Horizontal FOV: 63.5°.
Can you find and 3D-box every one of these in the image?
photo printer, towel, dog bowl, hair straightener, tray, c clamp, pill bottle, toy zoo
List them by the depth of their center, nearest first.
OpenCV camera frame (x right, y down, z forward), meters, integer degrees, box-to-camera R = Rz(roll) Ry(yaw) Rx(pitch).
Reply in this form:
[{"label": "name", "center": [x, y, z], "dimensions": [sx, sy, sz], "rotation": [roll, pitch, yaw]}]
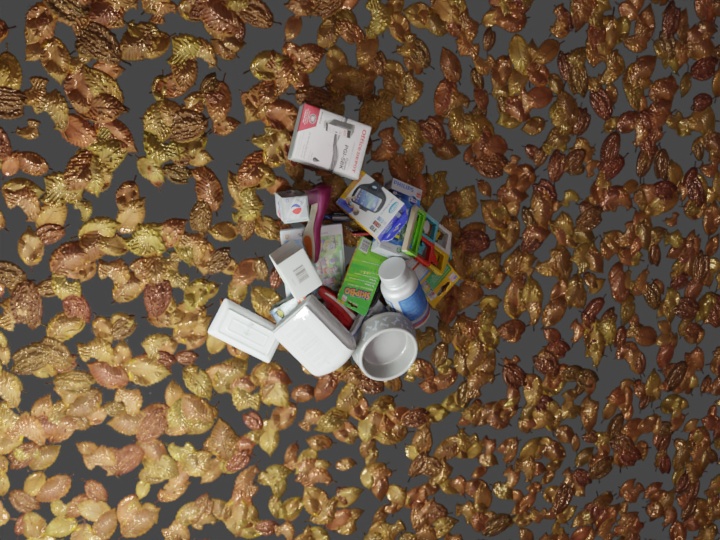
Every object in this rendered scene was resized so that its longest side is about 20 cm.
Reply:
[{"label": "photo printer", "center": [-0.118, 0.183, 1.559], "dimensions": [0.200, 0.070, 0.165], "rotation": [45, 121, -11]}, {"label": "dog bowl", "center": [0.072, 0.218, 1.614], "dimensions": [0.193, 0.059, 0.206], "rotation": [-7, 121, -12]}, {"label": "tray", "center": [-0.314, 0.171, 1.617], "dimensions": [0.196, 0.022, 0.110], "rotation": [30, 90, -19]}, {"label": "pill bottle", "center": [0.120, 0.062, 1.628], "dimensions": [0.111, 0.113, 0.203], "rotation": [-33, 132, -7]}, {"label": "toy zoo", "center": [0.198, -0.075, 1.638], "dimensions": [0.198, 0.020, 0.135], "rotation": [31, 67, -38]}, {"label": "c clamp", "center": [0.000, 0.000, 1.640], "dimensions": [0.167, 0.027, 0.206], "rotation": [24, 71, -13]}, {"label": "hair straightener", "center": [0.065, -0.142, 1.652], "dimensions": [0.193, 0.041, 0.080], "rotation": [-3, 101, -19]}, {"label": "towel", "center": [0.054, 0.181, 1.674], "dimensions": [0.201, 0.023, 0.149], "rotation": [49, 61, -32]}]

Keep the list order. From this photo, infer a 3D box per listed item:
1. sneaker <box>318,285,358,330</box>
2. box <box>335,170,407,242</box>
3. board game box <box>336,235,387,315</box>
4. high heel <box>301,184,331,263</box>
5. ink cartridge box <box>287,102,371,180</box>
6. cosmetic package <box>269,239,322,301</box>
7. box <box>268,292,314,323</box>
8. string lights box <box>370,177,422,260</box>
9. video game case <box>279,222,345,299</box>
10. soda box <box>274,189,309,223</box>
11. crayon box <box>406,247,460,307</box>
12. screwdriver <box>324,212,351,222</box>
[{"label": "sneaker", "center": [-0.073, 0.141, 1.639], "dimensions": [0.116, 0.078, 0.200], "rotation": [-47, 119, -1]}, {"label": "box", "center": [0.036, -0.169, 1.575], "dimensions": [0.120, 0.199, 0.041], "rotation": [-49, 149, -1]}, {"label": "board game box", "center": [0.007, 0.016, 1.609], "dimensions": [0.093, 0.030, 0.205], "rotation": [27, 67, -12]}, {"label": "high heel", "center": [-0.110, -0.127, 1.588], "dimensions": [0.094, 0.066, 0.208], "rotation": [-15, 103, -34]}, {"label": "ink cartridge box", "center": [-0.082, -0.343, 1.555], "dimensions": [0.193, 0.083, 0.152], "rotation": [14, 96, -17]}, {"label": "cosmetic package", "center": [-0.170, -0.005, 1.509], "dimensions": [0.083, 0.200, 0.110], "rotation": [-32, 104, -9]}, {"label": "box", "center": [-0.146, 0.158, 1.618], "dimensions": [0.134, 0.040, 0.203], "rotation": [-27, 108, 25]}, {"label": "string lights box", "center": [0.101, -0.140, 1.623], "dimensions": [0.100, 0.059, 0.207], "rotation": [17, 75, -21]}, {"label": "video game case", "center": [-0.130, -0.021, 1.634], "dimensions": [0.175, 0.022, 0.208], "rotation": [-7, 102, -14]}, {"label": "soda box", "center": [-0.179, -0.167, 1.499], "dimensions": [0.066, 0.200, 0.066], "rotation": [-8, 103, -13]}, {"label": "crayon box", "center": [0.185, -0.008, 1.710], "dimensions": [0.126, 0.052, 0.200], "rotation": [-45, 108, -4]}, {"label": "screwdriver", "center": [-0.120, -0.153, 1.616], "dimensions": [0.192, 0.028, 0.030], "rotation": [5, 70, -10]}]
